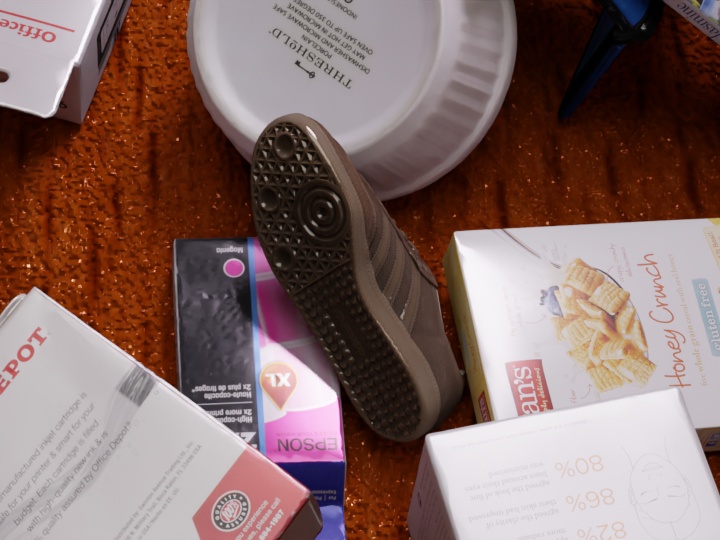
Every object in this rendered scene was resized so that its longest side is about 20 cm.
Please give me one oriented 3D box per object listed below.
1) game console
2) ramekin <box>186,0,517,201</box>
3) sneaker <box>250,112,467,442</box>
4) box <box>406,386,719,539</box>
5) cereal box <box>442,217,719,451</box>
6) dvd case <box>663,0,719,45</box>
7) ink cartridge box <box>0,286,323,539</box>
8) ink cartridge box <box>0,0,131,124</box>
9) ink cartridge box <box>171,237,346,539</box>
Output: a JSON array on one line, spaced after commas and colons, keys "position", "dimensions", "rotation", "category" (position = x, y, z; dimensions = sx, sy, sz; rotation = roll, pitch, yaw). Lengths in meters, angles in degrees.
[{"position": [0.152, -0.227, 1.497], "dimensions": [0.171, 0.118, 0.201], "rotation": [46, 53, -31], "category": "game console"}, {"position": [-0.012, -0.142, 1.435], "dimensions": [0.201, 0.094, 0.204], "rotation": [-1, 88, 16], "category": "ramekin"}, {"position": [0.000, 0.000, 1.393], "dimensions": [0.075, 0.070, 0.201], "rotation": [-29, 98, -56], "category": "sneaker"}, {"position": [0.125, 0.185, 1.302], "dimensions": [0.151, 0.107, 0.201], "rotation": [-10, 60, -12], "category": "box"}, {"position": [0.158, 0.040, 1.421], "dimensions": [0.199, 0.040, 0.145], "rotation": [-4, 60, -15], "category": "cereal box"}, {"position": [0.232, -0.200, 1.451], "dimensions": [0.200, 0.018, 0.143], "rotation": [34, 60, -24], "category": "dvd case"}, {"position": [-0.142, 0.129, 1.305], "dimensions": [0.200, 0.083, 0.147], "rotation": [35, 78, 15], "category": "ink cartridge box"}, {"position": [-0.211, -0.169, 1.504], "dimensions": [0.115, 0.068, 0.201], "rotation": [15, 59, 5], "category": "ink cartridge box"}, {"position": [-0.059, 0.072, 1.395], "dimensions": [0.094, 0.037, 0.201], "rotation": [-1, 61, -6], "category": "ink cartridge box"}]
